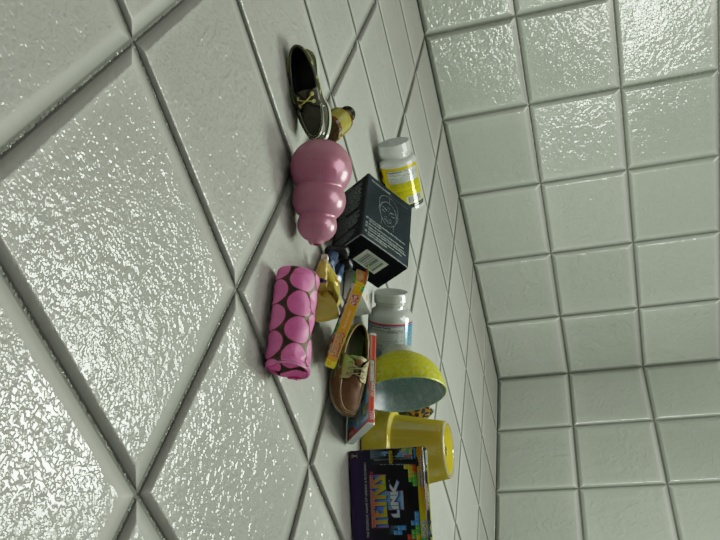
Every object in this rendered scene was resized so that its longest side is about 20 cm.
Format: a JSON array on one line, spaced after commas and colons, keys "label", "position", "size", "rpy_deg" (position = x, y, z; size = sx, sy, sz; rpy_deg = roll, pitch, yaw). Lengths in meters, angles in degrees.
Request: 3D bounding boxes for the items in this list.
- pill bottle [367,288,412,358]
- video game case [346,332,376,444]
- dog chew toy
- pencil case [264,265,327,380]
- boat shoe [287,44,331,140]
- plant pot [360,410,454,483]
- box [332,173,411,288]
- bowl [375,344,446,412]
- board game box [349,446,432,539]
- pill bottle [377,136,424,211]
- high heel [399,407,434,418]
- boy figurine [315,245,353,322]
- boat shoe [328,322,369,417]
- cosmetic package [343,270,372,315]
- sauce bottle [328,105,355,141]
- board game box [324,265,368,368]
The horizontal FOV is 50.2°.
[{"label": "pill bottle", "position": [0.069, 0.149, 1.835], "size": [0.109, 0.107, 0.203], "rpy_deg": [-32, 125, -73]}, {"label": "video game case", "position": [0.002, 0.252, 1.637], "size": [0.143, 0.017, 0.202], "rpy_deg": [124, -28, -56]}, {"label": "dog chew toy", "position": [-0.081, -0.149, 1.499], "size": [0.124, 0.123, 0.203], "rpy_deg": [31, 61, -70]}, {"label": "pencil case", "position": [-0.113, 0.093, 1.331], "size": [0.094, 0.090, 0.202], "rpy_deg": [84, 11, -55]}, {"label": "boat shoe", "position": [-0.110, -0.361, 1.572], "size": [0.060, 0.071, 0.204], "rpy_deg": [13, 64, -69]}, {"label": "plant pot", "position": [0.117, 0.425, 1.798], "size": [0.201, 0.187, 0.204], "rpy_deg": [-6, 90, -74]}, {"label": "box", "position": [0.028, -0.092, 1.762], "size": [0.148, 0.107, 0.202], "rpy_deg": [34, 43, -27]}, {"label": "bowl", "position": [0.090, 0.232, 1.731], "size": [0.201, 0.198, 0.109], "rpy_deg": [59, 23, -54]}, {"label": "board game box", "position": [0.064, 0.480, 1.626], "size": [0.057, 0.163, 0.203], "rpy_deg": [43, 42, -69]}, {"label": "pill bottle", "position": [0.116, -0.278, 2.243], "size": [0.115, 0.113, 0.202], "rpy_deg": [-65, 144, -62]}, {"label": "high heel", "position": [0.109, 0.278, 1.916], "size": [0.071, 0.141, 0.203], "rpy_deg": [24, 60, -71]}, {"label": "boy figurine", "position": [-0.062, 0.027, 1.575], "size": [0.201, 0.064, 0.125], "rpy_deg": [-78, 159, -55]}, {"label": "boat shoe", "position": [-0.019, 0.199, 1.581], "size": [0.072, 0.075, 0.202], "rpy_deg": [133, -36, -54]}, {"label": "cosmetic package", "position": [0.000, 0.000, 1.826], "size": [0.083, 0.050, 0.202], "rpy_deg": [61, 26, -50]}, {"label": "sauce bottle", "position": [-0.053, -0.341, 1.772], "size": [0.200, 0.065, 0.067], "rpy_deg": [-61, 141, -67]}, {"label": "board game box", "position": [-0.026, 0.087, 1.531], "size": [0.096, 0.030, 0.202], "rpy_deg": [-87, -160, -76]}]
